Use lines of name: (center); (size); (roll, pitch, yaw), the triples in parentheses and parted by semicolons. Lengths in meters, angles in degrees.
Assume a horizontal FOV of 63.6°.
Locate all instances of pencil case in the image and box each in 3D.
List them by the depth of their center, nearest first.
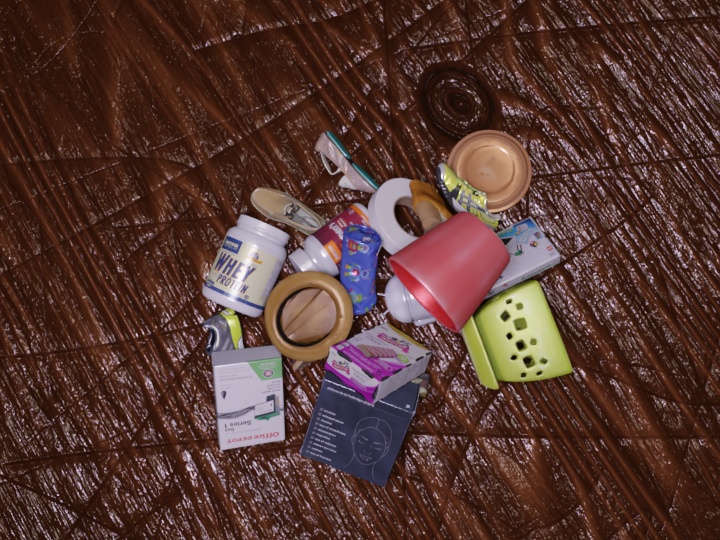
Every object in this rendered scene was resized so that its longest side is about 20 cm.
pencil case: (0.000, 0.000, 1.250); (0.087, 0.078, 0.201); (11, 121, 11)

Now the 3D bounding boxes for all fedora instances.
fedora: (-0.107, 0.095, 1.252); (0.200, 0.082, 0.201); (1, 93, 11)

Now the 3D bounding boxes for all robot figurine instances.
robot figurine: (0.140, 0.051, 1.298); (0.199, 0.113, 0.170); (-15, 119, 4)

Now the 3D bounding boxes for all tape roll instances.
tape roll: (0.111, -0.113, 1.302); (0.202, 0.037, 0.203); (14, 59, -25)

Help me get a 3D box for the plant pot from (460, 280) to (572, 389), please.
plant pot: (0.315, 0.144, 1.244); (0.181, 0.199, 0.201); (-20, 84, 7)

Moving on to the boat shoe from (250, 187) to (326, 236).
boat shoe: (-0.169, -0.144, 1.356); (0.199, 0.076, 0.072); (24, 86, 6)

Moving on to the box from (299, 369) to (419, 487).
box: (-0.001, 0.318, 1.244); (0.199, 0.124, 0.197); (20, 112, 5)

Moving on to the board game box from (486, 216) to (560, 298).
board game box: (0.328, -0.028, 1.311); (0.200, 0.035, 0.126); (-26, 55, 1)

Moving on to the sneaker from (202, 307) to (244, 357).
sneaker: (-0.303, 0.189, 1.308); (0.081, 0.074, 0.201); (-17, 97, -31)

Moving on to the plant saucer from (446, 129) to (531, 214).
plant saucer: (0.301, -0.233, 1.362); (0.200, 0.032, 0.201); (0, 84, 3)

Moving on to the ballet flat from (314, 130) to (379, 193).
ballet flat: (-0.036, -0.239, 1.373); (0.067, 0.068, 0.200); (-43, 78, 18)

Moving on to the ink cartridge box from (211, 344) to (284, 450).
ink cartridge box: (-0.242, 0.275, 1.264); (0.146, 0.084, 0.201); (-5, 106, -16)

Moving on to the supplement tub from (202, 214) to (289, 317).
supplement tub: (-0.254, -0.011, 1.313); (0.145, 0.145, 0.201); (22, 86, 5)

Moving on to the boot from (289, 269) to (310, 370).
boot: (-0.136, 0.109, 1.345); (0.166, 0.072, 0.200); (38, 89, 18)

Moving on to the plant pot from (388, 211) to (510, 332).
plant pot: (0.184, -0.008, 1.153); (0.177, 0.200, 0.200); (-43, 83, -5)

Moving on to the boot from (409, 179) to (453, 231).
boot: (0.190, -0.116, 1.289); (0.071, 0.201, 0.144); (-38, 38, 27)

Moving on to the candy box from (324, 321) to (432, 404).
candy box: (0.041, 0.188, 1.227); (0.136, 0.200, 0.061); (31, 117, 28)

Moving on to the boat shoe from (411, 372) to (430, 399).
boat shoe: (0.060, 0.229, 1.314); (0.199, 0.073, 0.065); (22, 67, 4)

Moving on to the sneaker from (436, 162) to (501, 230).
sneaker: (0.243, -0.166, 1.315); (0.076, 0.075, 0.200); (-32, 107, 24)

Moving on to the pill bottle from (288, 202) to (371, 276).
pill bottle: (-0.056, -0.055, 1.310); (0.200, 0.110, 0.110); (-37, 83, -11)
